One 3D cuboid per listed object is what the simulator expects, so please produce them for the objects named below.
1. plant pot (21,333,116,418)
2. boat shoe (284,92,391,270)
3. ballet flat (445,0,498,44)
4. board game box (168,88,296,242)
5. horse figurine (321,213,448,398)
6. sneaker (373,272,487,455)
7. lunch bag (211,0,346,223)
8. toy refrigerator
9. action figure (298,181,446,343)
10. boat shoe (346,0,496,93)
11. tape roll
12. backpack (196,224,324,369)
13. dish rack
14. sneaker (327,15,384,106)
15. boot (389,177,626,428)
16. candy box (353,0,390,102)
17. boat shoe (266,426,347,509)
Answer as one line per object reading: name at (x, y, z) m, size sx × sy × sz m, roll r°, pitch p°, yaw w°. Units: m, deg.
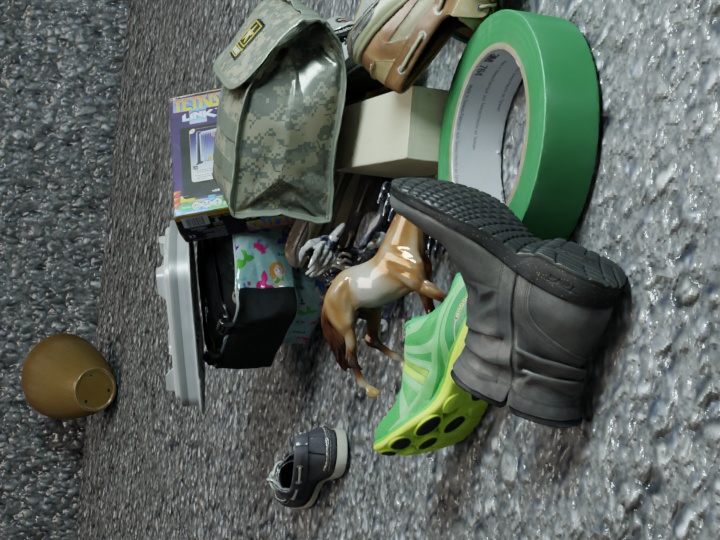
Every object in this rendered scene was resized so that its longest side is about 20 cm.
plant pot at (-0.604, 0.239, 2.889) m, size 0.200 × 0.185 × 0.188 m, roll 9°, pitch 94°, yaw 58°
boat shoe at (-0.006, -0.084, 1.386) m, size 0.201 × 0.073 × 0.074 m, roll -62°, pitch 14°, yaw 4°
ballet flat at (0.073, -0.259, 1.228) m, size 0.063 × 0.068 × 0.200 m, roll -66°, pitch 32°, yaw 16°
board game box at (-0.109, -0.128, 1.497) m, size 0.057 × 0.198 × 0.166 m, roll 75°, pitch -173°, yaw -57°
horse figurine at (0.025, 0.028, 1.193) m, size 0.200 × 0.050 × 0.133 m, roll -34°, pitch 86°, yaw 38°
sneaker at (0.069, 0.081, 1.125) m, size 0.200 × 0.074 × 0.084 m, roll -59°, pitch 39°, yaw 35°
lunch bag at (-0.080, -0.163, 1.301) m, size 0.164 × 0.117 × 0.201 m, roll -127°, pitch 42°, yaw -67°
toy refrigerator at (0.043, -0.127, 1.248) m, size 0.200 × 0.075 × 0.071 m, roll -179°, pitch 94°, yaw -71°
action figure at (0.000, 0.000, 1.280) m, size 0.102 × 0.119 × 0.200 m, roll -53°, pitch 3°, yaw -41°
boat shoe at (0.079, -0.228, 1.113) m, size 0.200 × 0.076 × 0.074 m, roll -45°, pitch 77°, yaw 14°
tape roll at (0.119, -0.101, 1.063) m, size 0.200 × 0.048 × 0.202 m, roll -175°, pitch 90°, yaw -70°
backpack at (-0.121, -0.006, 1.567) m, size 0.178 × 0.150 × 0.201 m, roll 117°, pitch 142°, yaw -55°
dish rack at (-0.206, 0.048, 1.557) m, size 0.172 × 0.043 × 0.201 m, roll -104°, pitch 11°, yaw -66°
sneaker at (-0.014, -0.219, 1.363) m, size 0.200 × 0.074 × 0.089 m, roll -15°, pitch 82°, yaw 62°
boot at (0.085, 0.023, 0.977) m, size 0.200 × 0.070 × 0.132 m, roll 33°, pitch 119°, yaw 31°
candy box at (0.024, -0.255, 1.403) m, size 0.201 × 0.026 × 0.103 m, roll 114°, pitch 152°, yaw -43°
boat shoe at (-0.073, 0.218, 1.509) m, size 0.200 × 0.062 × 0.073 m, roll 132°, pitch 139°, yaw -60°
